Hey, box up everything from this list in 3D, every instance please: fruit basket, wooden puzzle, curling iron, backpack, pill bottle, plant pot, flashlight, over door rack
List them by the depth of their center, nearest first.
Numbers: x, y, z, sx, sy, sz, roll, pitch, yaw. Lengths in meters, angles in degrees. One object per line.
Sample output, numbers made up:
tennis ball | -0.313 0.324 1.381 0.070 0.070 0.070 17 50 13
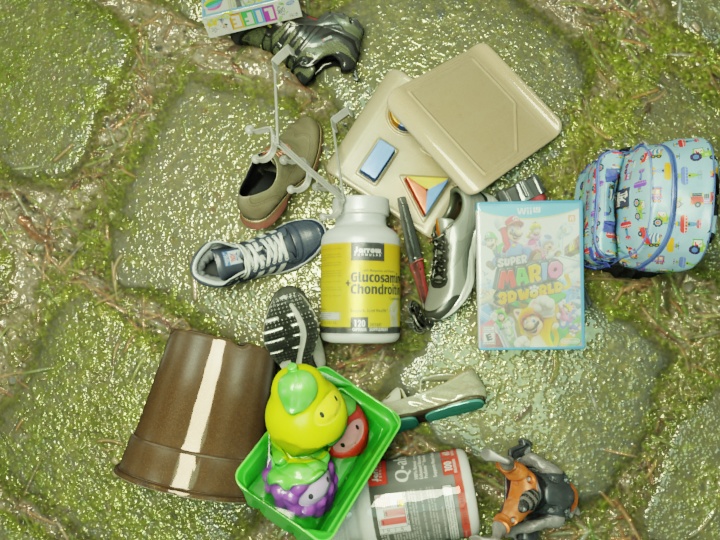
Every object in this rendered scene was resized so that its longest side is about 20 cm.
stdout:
fruit basket | -0.050 0.202 0.800 0.155 0.216 0.216 33 89 8
backpack | 0.370 -0.082 0.859 0.134 0.200 0.183 5 87 2
plant pot | -0.205 0.189 0.897 0.200 0.200 0.198 12 80 5
pill bottle | 0.054 0.314 0.900 0.200 0.116 0.116 -9 86 3
over door rack | -0.081 -0.181 0.902 0.067 0.148 0.200 -20 50 31
pill bottle | 0.000 0.000 0.926 0.112 0.112 0.200 0 87 4
wooden puzzle | 0.162 -0.217 0.937 0.200 0.037 0.185 -36 79 -25
flashlight | 0.263 -0.034 0.937 0.068 0.068 0.200 -27 90 0
curling iron | 0.077 -0.006 0.944 0.026 0.050 0.200 -4 96 36
wooden puzzle | 0.077 -0.174 0.965 0.200 0.046 0.185 33 89 6

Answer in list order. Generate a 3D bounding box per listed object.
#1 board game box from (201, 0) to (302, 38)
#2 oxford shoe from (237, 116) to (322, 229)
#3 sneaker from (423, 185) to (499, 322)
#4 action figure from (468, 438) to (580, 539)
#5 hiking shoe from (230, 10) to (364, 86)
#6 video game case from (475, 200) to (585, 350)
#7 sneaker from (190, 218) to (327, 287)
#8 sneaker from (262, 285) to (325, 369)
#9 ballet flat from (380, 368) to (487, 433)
board game box | -0.161 -0.426 0.958 0.134 0.034 0.200 -11 56 3
oxford shoe | -0.110 -0.153 0.938 0.070 0.075 0.200 17 63 14
sneaker | 0.125 -0.025 0.927 0.079 0.074 0.200 24 81 -26
action figure | 0.224 0.321 0.861 0.105 0.193 0.200 -16 69 44
hiking shoe | -0.096 -0.327 0.972 0.200 0.076 0.101 4 83 3
video game case | 0.229 0.007 0.894 0.143 0.018 0.200 -1 90 2
sneaker | -0.145 -0.024 0.939 0.200 0.109 0.070 -20 86 2
sneaker | -0.088 0.098 0.902 0.074 0.080 0.200 -8 125 -1
ballet flat | 0.079 0.190 0.943 0.200 0.067 0.062 -16 58 -1
